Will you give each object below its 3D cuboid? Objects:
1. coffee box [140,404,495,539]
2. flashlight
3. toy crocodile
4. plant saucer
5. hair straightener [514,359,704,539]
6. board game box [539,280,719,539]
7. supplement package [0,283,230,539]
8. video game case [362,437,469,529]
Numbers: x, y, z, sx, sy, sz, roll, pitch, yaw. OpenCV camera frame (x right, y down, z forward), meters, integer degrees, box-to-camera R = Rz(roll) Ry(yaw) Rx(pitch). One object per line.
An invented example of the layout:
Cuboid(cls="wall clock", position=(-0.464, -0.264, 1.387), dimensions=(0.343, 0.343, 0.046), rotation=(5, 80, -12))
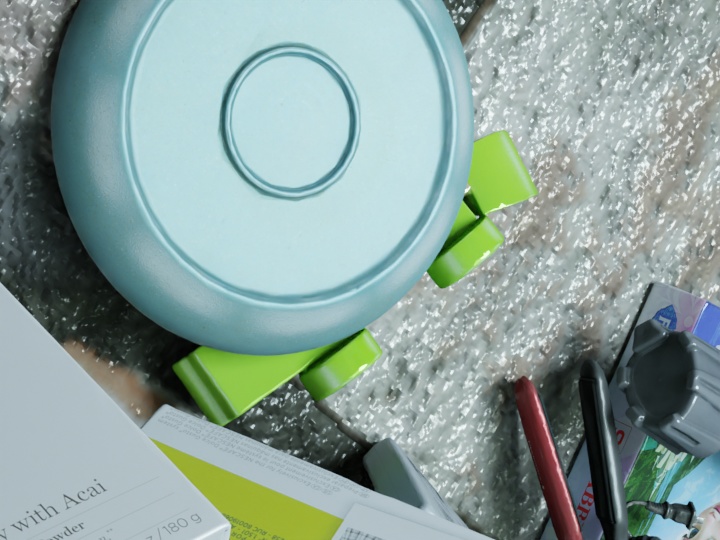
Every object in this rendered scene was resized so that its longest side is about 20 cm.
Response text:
Cuboid(cls="coffee box", position=(-0.051, 0.212, 1.000), dimensions=(0.198, 0.199, 0.200), rotation=(-47, 152, -47))
Cuboid(cls="flashlight", position=(0.209, 0.095, 1.288), dimensions=(0.200, 0.068, 0.068), rotation=(30, 81, -42))
Cuboid(cls="toy crocodile", position=(0.000, 0.000, 1.149), dimensions=(0.200, 0.062, 0.068), rotation=(-41, 93, -18))
Cuboid(cls="plant saucer", position=(-0.034, -0.063, 1.076), dimensions=(0.199, 0.027, 0.201), rotation=(-2, 93, -26))
Cuboid(cls="hair straightener", position=(0.139, 0.140, 1.256), dimensions=(0.077, 0.041, 0.201), rotation=(-16, 86, -8))
Cuboid(cls="board game box", position=(0.191, 0.130, 1.358), dimensions=(0.200, 0.041, 0.200), rotation=(23, 91, -41))
Cuboid(cls="supplement package", position=(-0.157, 0.085, 0.871), dimensions=(0.121, 0.200, 0.120), rotation=(-26, 144, -34))
Cuboid(cls="video game case", position=(0.071, 0.161, 1.131), dimensions=(0.022, 0.200, 0.182), rotation=(-40, 96, -1))
